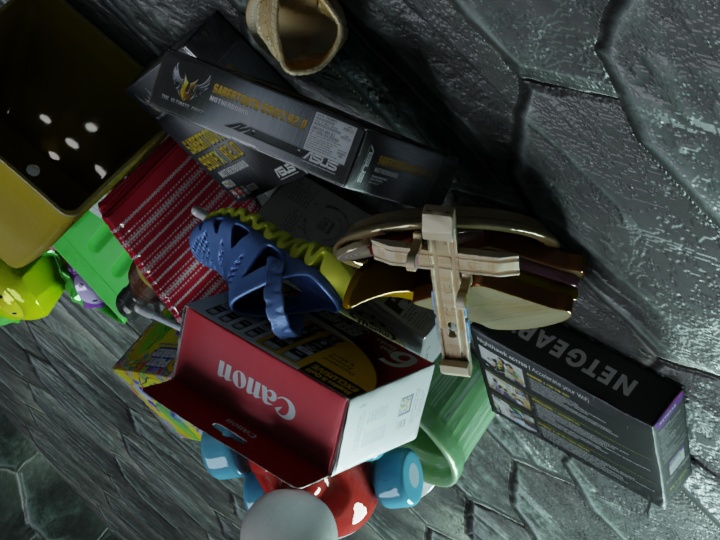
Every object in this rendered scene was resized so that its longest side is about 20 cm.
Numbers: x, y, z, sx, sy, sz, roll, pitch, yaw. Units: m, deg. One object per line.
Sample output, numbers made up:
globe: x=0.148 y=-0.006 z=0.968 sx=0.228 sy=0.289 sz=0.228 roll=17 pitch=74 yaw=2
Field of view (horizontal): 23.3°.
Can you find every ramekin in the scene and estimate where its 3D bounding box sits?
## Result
ramekin: x=0.047 y=0.120 z=1.792 sx=0.200 sy=0.098 sz=0.200 roll=35 pitch=160 yaw=15

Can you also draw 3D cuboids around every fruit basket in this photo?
fruit basket: x=-0.385 y=-0.005 z=2.163 sx=0.216 sy=0.216 sz=0.155 roll=50 pitch=165 yaw=-25

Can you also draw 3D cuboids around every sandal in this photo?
sandal: x=-0.093 y=0.004 z=1.581 sx=0.199 sy=0.087 sz=0.080 roll=21 pitch=151 yaw=44
sandal: x=-0.047 y=-0.182 z=1.300 sx=0.077 sy=0.070 sz=0.212 roll=6 pitch=156 yaw=-5
sandal: x=-0.269 y=-0.119 z=1.858 sx=0.211 sy=0.070 sz=0.078 roll=39 pitch=-164 yaw=7

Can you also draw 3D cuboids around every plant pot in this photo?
plant pot: x=-0.326 y=-0.123 z=1.725 sx=0.200 sy=0.200 sz=0.177 roll=39 pitch=140 yaw=1

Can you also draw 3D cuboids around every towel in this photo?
towel: x=-0.173 y=-0.047 z=1.762 sx=0.022 sy=0.145 sz=0.200 roll=30 pitch=160 yaw=39

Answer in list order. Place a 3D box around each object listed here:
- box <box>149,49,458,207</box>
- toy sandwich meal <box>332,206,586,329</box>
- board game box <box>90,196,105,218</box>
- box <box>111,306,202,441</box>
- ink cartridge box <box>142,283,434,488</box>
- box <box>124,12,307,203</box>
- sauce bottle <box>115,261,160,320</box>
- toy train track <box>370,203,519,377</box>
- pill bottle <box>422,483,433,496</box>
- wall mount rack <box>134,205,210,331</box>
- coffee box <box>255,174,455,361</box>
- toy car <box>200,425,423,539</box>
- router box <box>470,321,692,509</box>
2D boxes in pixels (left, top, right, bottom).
box: x=-0.043 y=-0.110 z=1.387 sx=0.199 sy=0.049 sz=0.158 roll=25 pitch=-172 yaw=30
toy sandwich meal: x=0.075 y=0.003 z=1.410 sx=0.204 sy=0.071 sz=0.205 roll=0 pitch=167 yaw=0
board game box: x=-0.277 y=-0.102 z=1.995 sx=0.153 sy=0.040 sz=0.200 roll=34 pitch=160 yaw=17
box: x=-0.138 y=0.083 z=1.910 sx=0.122 sy=0.193 sz=0.200 roll=47 pitch=159 yaw=-20
ink cartridge box: x=-0.067 y=0.097 z=1.577 sx=0.199 sy=0.175 sz=0.084 roll=27 pitch=117 yaw=29
box: x=-0.122 y=-0.144 z=1.605 sx=0.158 sy=0.048 sz=0.200 roll=45 pitch=160 yaw=-13
sauce bottle: x=-0.225 y=-0.006 z=1.983 sx=0.066 sy=0.066 sz=0.200 roll=42 pitch=141 yaw=-4
toy train track: x=0.066 y=0.027 z=1.354 sx=0.114 sy=0.033 sz=0.200 roll=6 pitch=142 yaw=14
pill bottle: x=0.001 y=0.176 z=1.951 sx=0.200 sy=0.113 sz=0.112 roll=40 pitch=163 yaw=-28
wall mount rack: x=-0.117 y=0.034 z=1.745 sx=0.173 sy=0.201 sz=0.075 roll=34 pitch=-171 yaw=13
coffee box: x=0.000 y=0.000 z=1.642 sx=0.200 sy=0.080 sz=0.113 roll=36 pitch=159 yaw=12
toy car: x=-0.057 y=0.248 z=1.708 sx=0.183 sy=0.201 sz=0.177 roll=-9 pitch=140 yaw=24
router box: x=0.199 y=0.117 z=1.570 sx=0.199 sy=0.051 sz=0.149 roll=29 pitch=156 yaw=30
